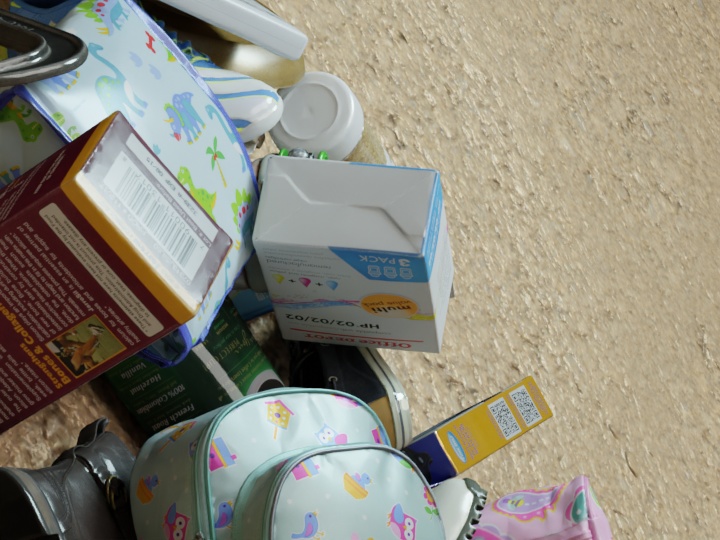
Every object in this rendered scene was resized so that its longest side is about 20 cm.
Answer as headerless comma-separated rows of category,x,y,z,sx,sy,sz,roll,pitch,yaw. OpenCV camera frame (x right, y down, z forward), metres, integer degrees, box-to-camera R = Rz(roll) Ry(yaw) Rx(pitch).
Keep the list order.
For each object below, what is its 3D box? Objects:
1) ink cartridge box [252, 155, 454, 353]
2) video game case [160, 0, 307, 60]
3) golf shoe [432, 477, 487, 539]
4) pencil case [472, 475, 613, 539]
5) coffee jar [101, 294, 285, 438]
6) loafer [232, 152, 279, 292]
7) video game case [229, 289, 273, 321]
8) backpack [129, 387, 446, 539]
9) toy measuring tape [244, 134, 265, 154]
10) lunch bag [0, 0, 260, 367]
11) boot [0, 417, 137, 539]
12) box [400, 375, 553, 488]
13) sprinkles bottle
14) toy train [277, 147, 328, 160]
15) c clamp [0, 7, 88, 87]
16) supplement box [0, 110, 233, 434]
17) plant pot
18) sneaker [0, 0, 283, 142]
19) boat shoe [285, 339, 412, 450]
ink cartridge box,0.000,0.000,1.756,0.200,0.115,0.068,76,21,-65
video game case,-0.156,-0.212,1.762,0.200,0.024,0.182,21,11,-41
golf shoe,-0.002,0.197,1.693,0.088,0.200,0.077,47,-13,-5
pencil case,0.075,0.205,1.777,0.087,0.200,0.087,-16,90,-85
coffee jar,-0.097,0.091,1.725,0.200,0.085,0.104,56,30,-5
loafer,-0.086,-0.035,1.842,0.200,0.063,0.072,-79,159,-71
video game case,-0.115,-0.057,1.901,0.200,0.018,0.143,62,28,4
backpack,-0.042,0.169,1.577,0.176,0.153,0.200,-6,71,-40
toy measuring tape,-0.138,-0.085,1.808,0.200,0.074,0.074,-33,92,-45
lunch bag,-0.154,-0.053,1.639,0.200,0.127,0.170,46,35,-12
boot,-0.156,0.188,1.569,0.174,0.069,0.200,-4,74,-67
box,0.048,0.137,1.878,0.041,0.119,0.200,62,28,5
sprinkles bottle,-0.013,-0.080,1.960,0.200,0.068,0.068,55,17,-64
toy train,-0.030,-0.022,1.870,0.200,0.042,0.056,69,28,-61
c clamp,-0.270,-0.132,1.551,0.171,0.200,0.027,-21,121,-47
supplement box,-0.190,0.009,1.533,0.110,0.200,0.086,50,31,-17
plant pot,-0.131,-0.185,1.866,0.200,0.027,0.200,18,20,-7
sneaker,-0.151,-0.143,1.730,0.076,0.200,0.105,-73,167,-57
boat shoe,-0.023,0.075,1.831,0.200,0.062,0.075,-130,-151,-60
